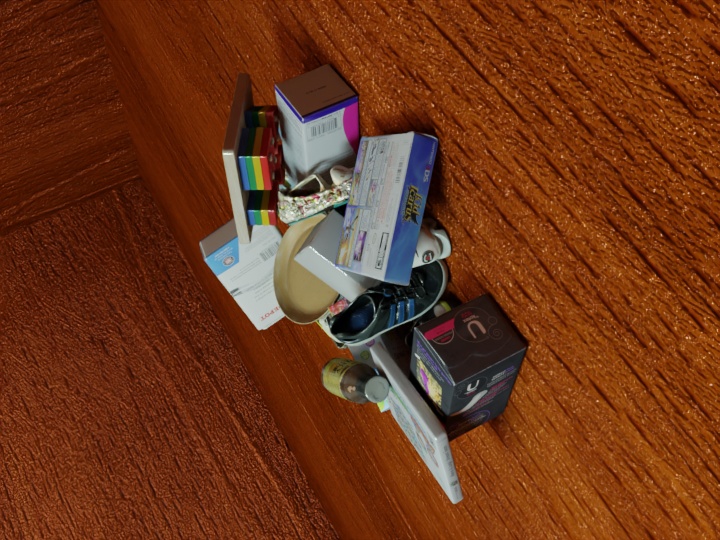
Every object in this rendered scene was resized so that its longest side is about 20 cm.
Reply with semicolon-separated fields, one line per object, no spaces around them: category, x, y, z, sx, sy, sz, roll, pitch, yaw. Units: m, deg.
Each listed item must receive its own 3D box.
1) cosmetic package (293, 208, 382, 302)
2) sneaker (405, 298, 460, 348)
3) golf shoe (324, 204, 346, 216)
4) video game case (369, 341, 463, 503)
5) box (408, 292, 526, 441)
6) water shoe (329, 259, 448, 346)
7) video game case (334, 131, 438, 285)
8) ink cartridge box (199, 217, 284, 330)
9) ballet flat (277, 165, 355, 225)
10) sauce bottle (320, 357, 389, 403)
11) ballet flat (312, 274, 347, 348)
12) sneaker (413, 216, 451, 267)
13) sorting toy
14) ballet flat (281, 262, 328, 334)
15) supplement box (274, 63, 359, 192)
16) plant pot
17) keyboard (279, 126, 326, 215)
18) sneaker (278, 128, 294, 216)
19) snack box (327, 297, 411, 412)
cosmetic package;0.000;0.000;1.380;0.199;0.081;0.113;39;161;-10
sneaker;0.100;0.093;1.356;0.072;0.082;0.200;61;162;12
golf shoe;-0.016;-0.082;1.469;0.200;0.077;0.095;50;157;43
video game case;0.084;0.229;1.288;0.200;0.024;0.183;52;165;43
box;0.146;0.145;1.228;0.106;0.121;0.201;56;160;29
water shoe;0.044;0.049;1.275;0.072;0.199;0.079;56;-169;18
video game case;0.033;-0.090;1.209;0.181;0.045;0.202;16;94;66
ink cartridge box;-0.197;-0.007;1.666;0.201;0.146;0.086;57;178;-34
ballet flat;-0.049;-0.127;1.345;0.064;0.198;0.076;67;-159;-12
sauce bottle;-0.007;0.176;1.358;0.065;0.064;0.200;67;160;-8
ballet flat;-0.056;0.062;1.589;0.072;0.072;0.202;28;144;62
sneaker;0.049;-0.061;1.298;0.200;0.088;0.075;40;151;56
sorting toy;-0.166;-0.183;1.406;0.201;0.069;0.200;87;-176;-48
ballet flat;-0.082;0.067;1.652;0.200;0.066;0.067;50;-153;-34
supplement box;-0.066;-0.215;1.396;0.104;0.100;0.201;53;158;35
plant pot;-0.086;-0.003;1.543;0.199;0.027;0.202;-13;72;44
keyboard;-0.089;-0.200;1.559;0.011;0.056;0.202;-20;-94;-85
sneaker;-0.137;-0.179;1.597;0.202;0.130;0.080;65;165;1
snack box;0.037;0.137;1.506;0.201;0.067;0.168;63;-166;9
